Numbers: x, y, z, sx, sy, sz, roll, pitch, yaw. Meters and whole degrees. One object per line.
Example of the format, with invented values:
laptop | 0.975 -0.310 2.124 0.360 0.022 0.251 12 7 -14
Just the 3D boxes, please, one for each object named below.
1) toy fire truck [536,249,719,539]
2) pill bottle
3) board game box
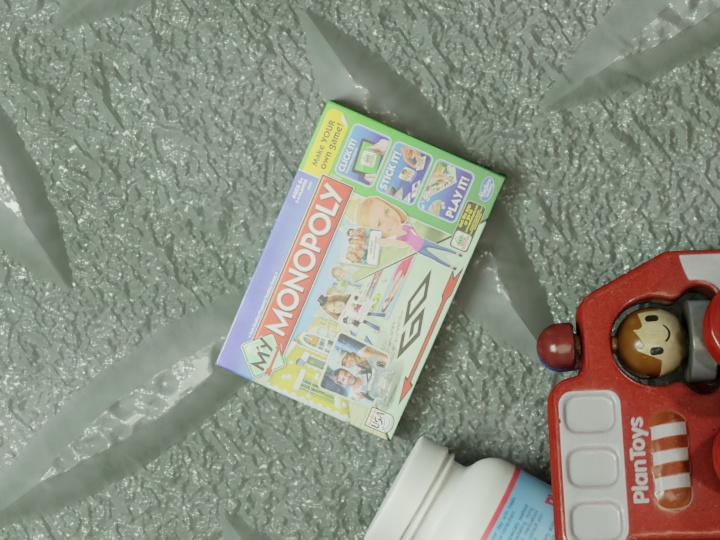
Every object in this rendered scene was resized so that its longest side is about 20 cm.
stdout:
toy fire truck | 0.202 0.085 1.401 0.168 0.112 0.200 -2 77 -3
pill bottle | 0.108 0.196 1.442 0.200 0.109 0.109 30 96 2
board game box | 0.000 0.000 1.476 0.134 0.029 0.200 23 96 2
